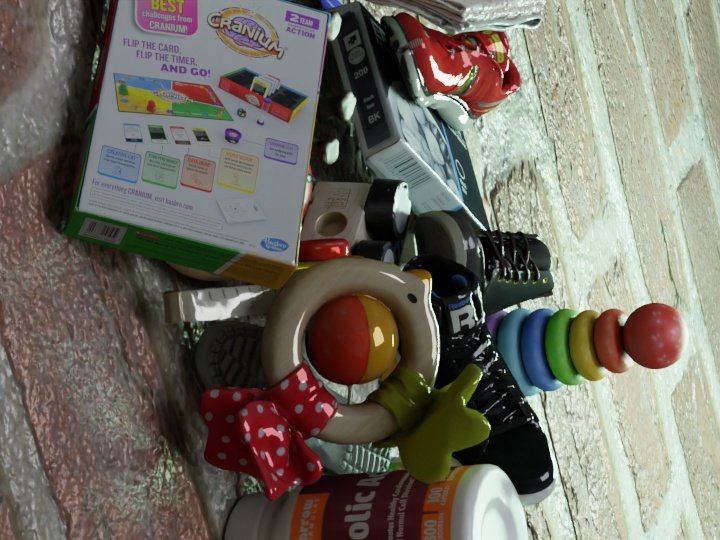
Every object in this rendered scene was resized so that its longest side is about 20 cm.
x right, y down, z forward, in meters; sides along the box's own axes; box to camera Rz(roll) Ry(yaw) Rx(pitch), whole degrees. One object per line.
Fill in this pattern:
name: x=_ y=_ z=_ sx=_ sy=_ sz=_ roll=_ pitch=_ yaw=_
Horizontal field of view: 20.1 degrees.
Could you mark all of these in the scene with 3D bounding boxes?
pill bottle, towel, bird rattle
pill bottle: x=0.010 y=0.201 z=1.453 sx=0.114 sy=0.199 sz=0.115 roll=27 pitch=60 yaw=-60
towel: x=0.036 y=-0.233 z=1.644 sx=0.200 sy=0.190 sz=0.032 roll=-19 pitch=128 yaw=-64
bird rattle: x=-0.014 y=0.073 z=1.410 sx=0.113 sy=0.198 sz=0.165 roll=171 pitch=-80 yaw=-80

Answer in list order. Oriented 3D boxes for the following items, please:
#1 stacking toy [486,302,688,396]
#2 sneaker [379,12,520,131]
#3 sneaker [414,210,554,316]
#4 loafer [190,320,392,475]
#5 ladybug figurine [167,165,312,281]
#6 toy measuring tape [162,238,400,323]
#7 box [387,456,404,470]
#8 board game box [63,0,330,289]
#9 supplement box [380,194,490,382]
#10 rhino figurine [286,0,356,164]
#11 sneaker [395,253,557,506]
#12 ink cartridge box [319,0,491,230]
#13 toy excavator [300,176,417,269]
stacking toy: x=0.179 y=0.064 z=1.687 sx=0.085 sy=0.199 sz=0.086 roll=23 pitch=63 yaw=-57
sneaker: x=0.078 y=-0.178 z=1.663 sx=0.077 sy=0.084 sz=0.200 roll=68 pitch=16 yaw=15
sneaker: x=0.103 y=-0.014 z=1.624 sx=0.200 sy=0.105 sz=0.075 roll=90 pitch=-18 yaw=-75
loafer: x=-0.061 y=0.104 z=1.494 sx=0.200 sy=0.069 sz=0.076 roll=41 pitch=62 yaw=-36
ladybug figurine: x=-0.091 y=-0.063 z=1.454 sx=0.200 sy=0.071 sz=0.137 roll=-14 pitch=97 yaw=-64
toy measuring tape: x=-0.060 y=0.015 z=1.446 sx=0.199 sy=0.073 sz=0.074 roll=-7 pitch=90 yaw=-30
box: x=0.032 y=0.254 z=1.589 sx=0.102 sy=0.112 sz=0.201 roll=58 pitch=34 yaw=-42
board game box: x=-0.106 y=-0.101 z=1.362 sx=0.152 sy=0.040 sz=0.201 roll=15 pitch=62 yaw=-14
supplement box: x=0.067 y=0.022 z=1.770 sx=0.069 sy=0.066 sz=0.202 roll=42 pitch=47 yaw=-54
rhino figurine: x=-0.062 y=-0.174 z=1.494 sx=0.060 sy=0.087 sz=0.201 roll=-49 pitch=143 yaw=-37
sneaker: x=0.078 y=0.072 z=1.485 sx=0.200 sy=0.073 sz=0.112 roll=54 pitch=-22 yaw=33
ink cartridge box: x=0.036 y=-0.138 z=1.703 sx=0.198 sy=0.043 sz=0.201 roll=41 pitch=28 yaw=-55
toy excavator: x=0.000 y=0.000 z=1.630 sx=0.201 sy=0.099 sz=0.195 roll=76 pitch=22 yaw=-47
